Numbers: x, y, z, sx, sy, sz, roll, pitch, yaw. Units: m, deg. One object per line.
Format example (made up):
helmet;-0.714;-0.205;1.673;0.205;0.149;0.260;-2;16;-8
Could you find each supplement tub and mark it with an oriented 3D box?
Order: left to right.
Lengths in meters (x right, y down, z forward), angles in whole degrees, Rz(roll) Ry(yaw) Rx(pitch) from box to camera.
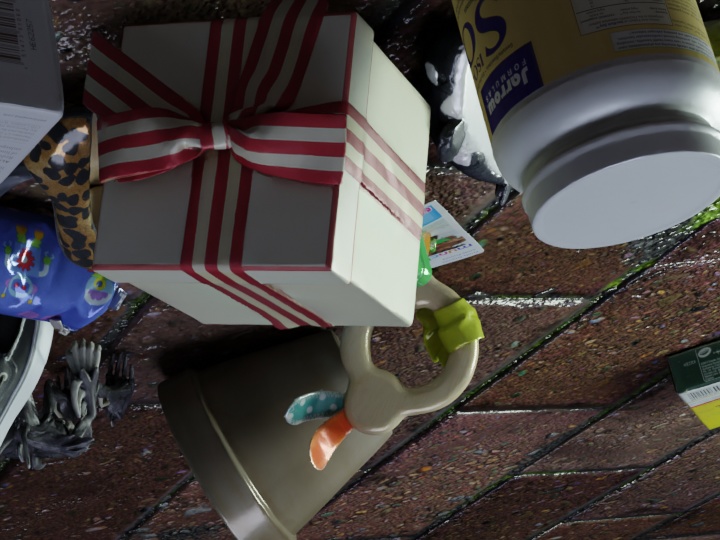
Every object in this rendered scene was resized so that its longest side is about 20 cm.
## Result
supplement tub;0.138;-0.130;1.037;0.144;0.201;0.146;-11;157;-5

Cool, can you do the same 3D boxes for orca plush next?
orca plush;0.071;-0.126;1.225;0.106;0.071;0.200;-62;155;-1

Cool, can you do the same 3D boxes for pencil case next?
pencil case;-0.271;-0.004;1.257;0.078;0.088;0.199;-4;169;45

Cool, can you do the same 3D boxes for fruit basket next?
fruit basket;0.000;0.000;1.411;0.184;0.094;0.200;-18;160;11

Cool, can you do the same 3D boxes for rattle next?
rattle;0.018;0.096;1.574;0.200;0.130;0.143;-52;-168;-2

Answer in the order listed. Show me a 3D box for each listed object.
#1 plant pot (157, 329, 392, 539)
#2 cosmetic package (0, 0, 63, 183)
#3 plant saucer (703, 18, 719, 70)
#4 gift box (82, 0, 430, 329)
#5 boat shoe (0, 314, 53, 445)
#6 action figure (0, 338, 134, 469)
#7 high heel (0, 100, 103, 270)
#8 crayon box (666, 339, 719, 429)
plant pot;-0.071;0.150;1.633;0.173;0.201;0.200;-32;157;-1
cosmetic package;-0.260;-0.092;1.037;0.074;0.102;0.200;6;152;-36
plant saucer;0.221;-0.126;1.293;0.198;0.048;0.200;-12;158;-3
gift box;-0.066;-0.074;1.091;0.183;0.202;0.187;-5;165;19
boat shoe;-0.304;0.093;1.350;0.068;0.201;0.057;15;170;32
action figure;-0.272;0.115;1.493;0.118;0.103;0.200;-8;-175;12
high heel;-0.166;-0.057;1.202;0.199;0.072;0.142;19;149;-37
crayon box;0.444;0.129;2.012;0.126;0.051;0.200;-19;156;15
